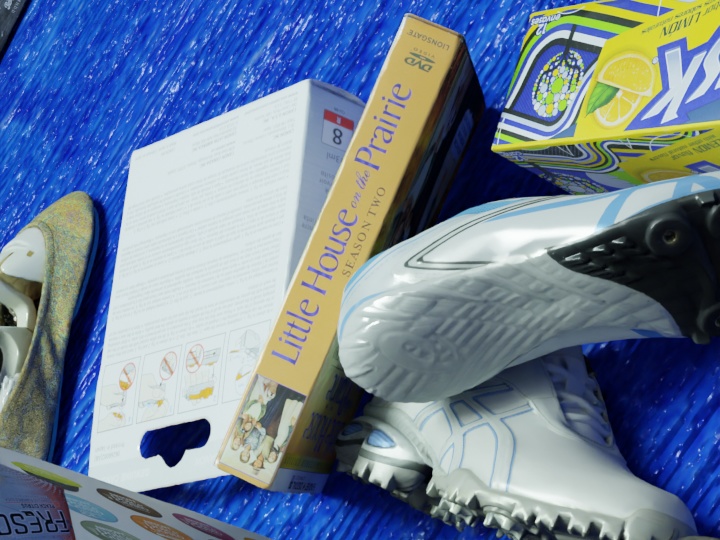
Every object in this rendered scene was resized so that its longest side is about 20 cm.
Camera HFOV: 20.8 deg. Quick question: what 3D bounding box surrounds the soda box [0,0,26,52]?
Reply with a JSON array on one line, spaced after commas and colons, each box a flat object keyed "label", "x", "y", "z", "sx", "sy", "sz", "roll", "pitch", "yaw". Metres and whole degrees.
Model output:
[{"label": "soda box", "x": -0.301, "y": -0.169, "z": 1.412, "sx": 0.063, "sy": 0.071, "sz": 0.201, "roll": 31, "pitch": 95, "yaw": 57}]

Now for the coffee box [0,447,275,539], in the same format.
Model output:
[{"label": "coffee box", "x": -0.093, "y": 0.206, "z": 0.770, "sx": 0.197, "sy": 0.199, "sz": 0.201, "roll": 25, "pitch": 91, "yaw": 57}]

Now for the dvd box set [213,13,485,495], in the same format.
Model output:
[{"label": "dvd box set", "x": 0.000, "y": 0.000, "z": 0.851, "sx": 0.146, "sy": 0.029, "sz": 0.201, "roll": 47, "pitch": -114, "yaw": -80}]

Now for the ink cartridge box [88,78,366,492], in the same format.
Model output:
[{"label": "ink cartridge box", "x": -0.069, "y": 0.017, "z": 1.009, "sx": 0.162, "sy": 0.050, "sz": 0.201, "roll": -16, "pitch": 64, "yaw": 48}]

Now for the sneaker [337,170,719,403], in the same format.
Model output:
[{"label": "sneaker", "x": 0.084, "y": -0.005, "z": 0.736, "sx": 0.199, "sy": 0.072, "sz": 0.073, "roll": -14, "pitch": 36, "yaw": 16}]

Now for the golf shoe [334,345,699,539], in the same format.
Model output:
[{"label": "golf shoe", "x": 0.066, "y": 0.060, "z": 0.764, "sx": 0.200, "sy": 0.078, "sz": 0.098, "roll": 17, "pitch": 77, "yaw": 55}]

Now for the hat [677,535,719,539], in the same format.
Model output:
[{"label": "hat", "x": 0.114, "y": 0.185, "z": 0.611, "sx": 0.201, "sy": 0.081, "sz": 0.201, "roll": -50, "pitch": 29, "yaw": 42}]

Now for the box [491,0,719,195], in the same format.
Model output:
[{"label": "box", "x": 0.144, "y": -0.068, "z": 0.739, "sx": 0.199, "sy": 0.070, "sz": 0.065, "roll": -3, "pitch": 66, "yaw": 53}]

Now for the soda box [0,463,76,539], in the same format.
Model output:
[{"label": "soda box", "x": -0.178, "y": 0.151, "z": 0.676, "sx": 0.200, "sy": 0.068, "sz": 0.064, "roll": -49, "pitch": 37, "yaw": 20}]

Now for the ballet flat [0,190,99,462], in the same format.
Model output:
[{"label": "ballet flat", "x": -0.201, "y": 0.033, "z": 1.151, "sx": 0.071, "sy": 0.070, "sz": 0.201, "roll": -21, "pitch": 52, "yaw": 46}]
